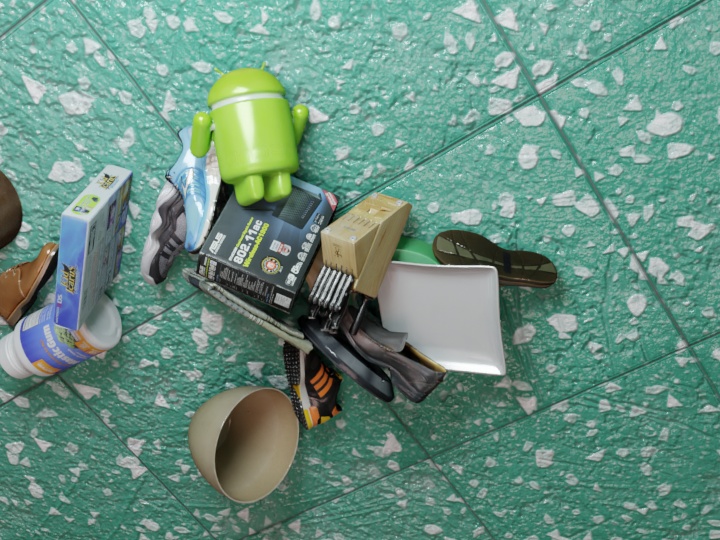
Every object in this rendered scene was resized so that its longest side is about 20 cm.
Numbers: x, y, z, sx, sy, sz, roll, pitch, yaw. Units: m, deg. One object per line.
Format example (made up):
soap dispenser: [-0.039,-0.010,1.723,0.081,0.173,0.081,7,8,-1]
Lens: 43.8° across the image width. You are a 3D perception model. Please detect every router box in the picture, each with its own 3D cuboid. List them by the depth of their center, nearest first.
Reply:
router box: [-0.134,-0.054,1.326,0.150,0.200,0.062,22,145,0]

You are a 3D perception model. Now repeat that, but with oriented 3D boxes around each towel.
towel: [-0.177,0.057,1.410,0.200,0.192,0.035,34,83,-22]

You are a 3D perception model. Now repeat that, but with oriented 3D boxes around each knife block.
knife block: [0.000,0.000,1.353,0.064,0.200,0.176,21,132,31]

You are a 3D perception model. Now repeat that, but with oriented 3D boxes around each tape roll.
tape roll: [0.062,0.043,1.452,0.200,0.048,0.201,3,119,6]

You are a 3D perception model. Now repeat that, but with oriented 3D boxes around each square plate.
square plate: [0.126,0.070,1.393,0.198,0.028,0.200,4,122,22]

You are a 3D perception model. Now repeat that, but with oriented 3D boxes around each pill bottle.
pill bottle: [-0.520,0.115,1.536,0.200,0.112,0.112,-24,114,19]

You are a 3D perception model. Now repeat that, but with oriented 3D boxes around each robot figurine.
robot figurine: [-0.153,-0.197,1.281,0.175,0.116,0.201,-11,90,-26]

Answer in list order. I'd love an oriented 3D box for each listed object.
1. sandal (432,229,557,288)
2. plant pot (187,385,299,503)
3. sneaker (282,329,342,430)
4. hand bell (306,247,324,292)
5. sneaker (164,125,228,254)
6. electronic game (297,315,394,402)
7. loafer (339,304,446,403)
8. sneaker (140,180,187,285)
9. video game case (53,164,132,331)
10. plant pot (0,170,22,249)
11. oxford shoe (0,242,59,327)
sandal: [0.206,-0.007,1.399,0.199,0.082,0.055,11,143,-7]
plant pot: [-0.225,0.291,1.570,0.134,0.200,0.201,8,126,39]
sneaker: [-0.076,0.178,1.542,0.090,0.070,0.201,-18,122,-22]
hand bell: [-0.119,-0.056,1.411,0.200,0.104,0.104,39,118,-1]
sneaker: [-0.249,-0.124,1.352,0.090,0.078,0.201,4,86,6]
electronic game: [-0.023,0.141,1.440,0.200,0.200,0.042,41,92,-15]
loafer: [0.049,0.118,1.405,0.200,0.073,0.072,42,115,-13]
sneaker: [-0.278,-0.048,1.428,0.114,0.076,0.200,21,118,-1]
video game case: [-0.417,-0.038,1.393,0.045,0.181,0.200,16,120,0]
plant pot: [-0.664,-0.065,1.401,0.186,0.200,0.187,4,120,6]
oxford shoe: [-0.569,0.014,1.511,0.071,0.071,0.200,40,118,-9]
